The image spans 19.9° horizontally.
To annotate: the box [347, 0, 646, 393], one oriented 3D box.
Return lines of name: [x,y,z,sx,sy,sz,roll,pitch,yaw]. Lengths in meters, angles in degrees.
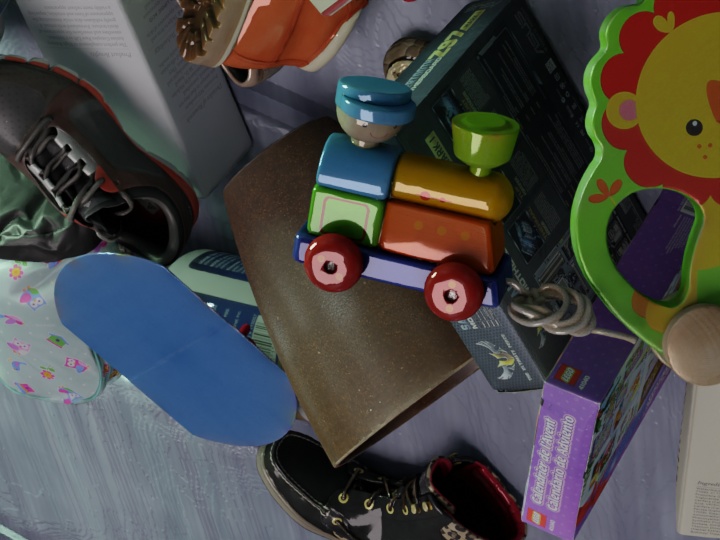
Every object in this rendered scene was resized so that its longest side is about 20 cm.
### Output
box: [0.091,-0.048,1.278,0.051,0.158,0.200,-10,122,45]

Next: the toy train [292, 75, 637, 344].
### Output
toy train: [0.069,-0.036,1.151,0.200,0.085,0.116,13,113,9]

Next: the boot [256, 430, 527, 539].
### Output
boot: [0.026,0.180,1.631,0.200,0.073,0.151,42,144,-9]

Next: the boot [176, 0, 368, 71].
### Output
boot: [-0.031,-0.209,1.297,0.107,0.075,0.200,10,129,-28]

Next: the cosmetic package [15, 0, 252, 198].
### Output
cosmetic package: [-0.164,-0.152,1.459,0.102,0.074,0.200,7,134,35]

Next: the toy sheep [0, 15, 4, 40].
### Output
toy sheep: [-0.338,-0.197,1.513,0.200,0.138,0.138,53,143,5]

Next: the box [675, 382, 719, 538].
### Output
box: [0.252,0.089,1.338,0.082,0.068,0.200,4,134,5]

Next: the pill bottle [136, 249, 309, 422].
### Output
pill bottle: [-0.092,0.045,1.563,0.200,0.111,0.111,13,135,31]

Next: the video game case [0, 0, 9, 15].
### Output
video game case: [-0.261,-0.209,1.380,0.022,0.200,0.182,19,141,1]

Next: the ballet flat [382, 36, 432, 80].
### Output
ballet flat: [0.080,-0.068,1.358,0.067,0.046,0.200,-19,114,48]

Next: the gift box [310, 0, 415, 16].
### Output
gift box: [0.028,-0.259,1.098,0.187,0.185,0.200,50,148,-10]

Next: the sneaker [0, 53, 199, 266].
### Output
sneaker: [-0.191,-0.073,1.403,0.200,0.082,0.077,33,113,-21]

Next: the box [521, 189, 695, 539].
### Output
box: [0.164,0.054,1.284,0.039,0.200,0.137,22,139,17]

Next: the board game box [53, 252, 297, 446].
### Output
board game box: [-0.125,0.046,1.479,0.200,0.039,0.158,41,145,-14]

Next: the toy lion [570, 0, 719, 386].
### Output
toy lion: [0.196,-0.065,1.165,0.192,0.200,0.069,45,-176,-6]

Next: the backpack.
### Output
backpack: [-0.248,0.008,1.647,0.167,0.127,0.200,13,138,26]

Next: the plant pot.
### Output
plant pot: [0.000,0.000,1.408,0.200,0.187,0.187,54,143,6]

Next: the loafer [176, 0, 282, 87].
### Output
loafer: [-0.113,-0.211,1.361,0.200,0.063,0.072,51,142,-14]
